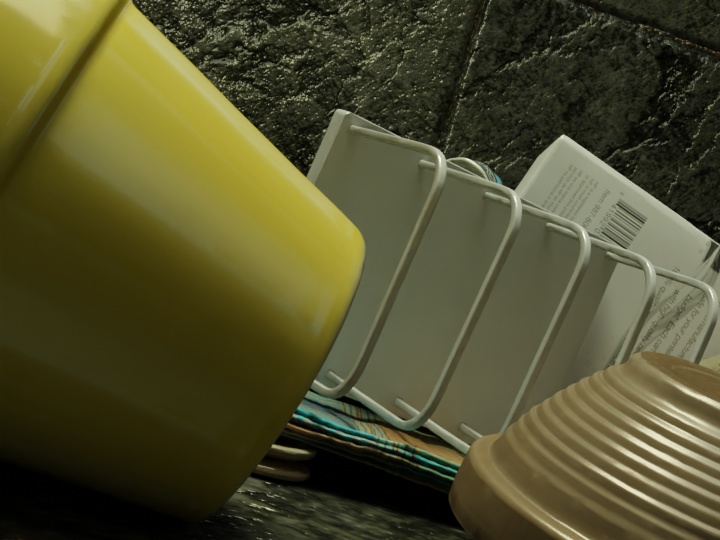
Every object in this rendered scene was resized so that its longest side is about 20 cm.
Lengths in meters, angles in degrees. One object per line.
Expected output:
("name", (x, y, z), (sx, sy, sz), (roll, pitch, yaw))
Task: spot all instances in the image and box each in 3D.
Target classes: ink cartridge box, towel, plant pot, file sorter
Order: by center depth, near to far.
("plant pot", (-0.109, -0.009, 0.555), (0.189, 0.201, 0.201), (32, -1, -11))
("plant pot", (0.146, 0.096, 0.647), (0.200, 0.093, 0.201), (20, 9, -3))
("file sorter", (0.066, 0.026, 0.787), (0.200, 0.139, 0.124), (24, 1, -29))
("towel", (0.023, 0.091, 0.790), (0.200, 0.022, 0.147), (21, 0, -10))
("ink cartridge box", (0.159, 0.036, 0.932), (0.200, 0.145, 0.084), (35, -4, 0))

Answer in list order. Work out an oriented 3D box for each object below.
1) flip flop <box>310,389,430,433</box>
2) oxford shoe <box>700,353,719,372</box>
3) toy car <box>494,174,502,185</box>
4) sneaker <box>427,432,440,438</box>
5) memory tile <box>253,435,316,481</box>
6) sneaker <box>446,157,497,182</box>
("flip flop", (-0.037, 0.052, 0.936), (0.200, 0.081, 0.058), (18, -16, -7))
("oxford shoe", (0.208, 0.076, 0.842), (0.071, 0.200, 0.075), (55, -14, 5))
("toy car", (0.062, 0.049, 1.092), (0.200, 0.185, 0.177), (-23, 30, -37))
("sneaker", (0.079, 0.094, 0.995), (0.199, 0.081, 0.083), (10, 20, -8))
("memory tile", (-0.131, 0.059, 0.724), (0.200, 0.017, 0.153), (16, 3, -29))
("sneaker", (0.000, 0.000, 0.870), (0.067, 0.200, 0.090), (51, -10, 6))
